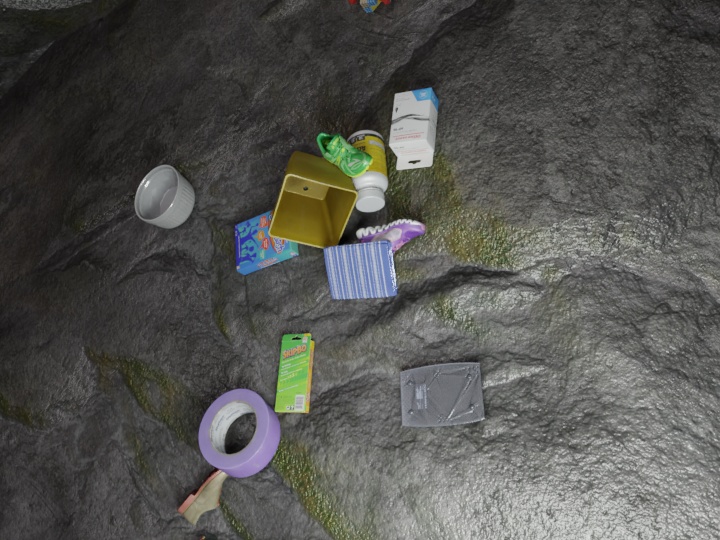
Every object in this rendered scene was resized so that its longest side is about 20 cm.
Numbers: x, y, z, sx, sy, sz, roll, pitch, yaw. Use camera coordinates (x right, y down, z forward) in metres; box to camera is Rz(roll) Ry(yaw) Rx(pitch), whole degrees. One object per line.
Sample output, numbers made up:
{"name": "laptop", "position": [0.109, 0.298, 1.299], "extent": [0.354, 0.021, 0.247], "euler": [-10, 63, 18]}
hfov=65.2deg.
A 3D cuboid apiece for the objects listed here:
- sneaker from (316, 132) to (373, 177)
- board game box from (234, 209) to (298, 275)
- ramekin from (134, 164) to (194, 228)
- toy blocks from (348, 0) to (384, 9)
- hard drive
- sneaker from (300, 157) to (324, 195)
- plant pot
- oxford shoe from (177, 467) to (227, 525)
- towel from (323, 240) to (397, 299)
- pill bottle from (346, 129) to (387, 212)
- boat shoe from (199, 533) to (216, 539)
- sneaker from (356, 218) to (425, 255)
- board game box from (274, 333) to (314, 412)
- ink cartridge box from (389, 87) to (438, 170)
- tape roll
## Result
{"name": "sneaker", "position": [-0.049, -0.307, 1.483], "extent": [0.198, 0.083, 0.075], "euler": [30, 85, 37]}
{"name": "board game box", "position": [-0.282, -0.092, 1.679], "extent": [0.195, 0.045, 0.156], "euler": [-19, 64, 20]}
{"name": "ramekin", "position": [-0.650, -0.239, 1.892], "extent": [0.195, 0.105, 0.206], "euler": [-10, 67, 23]}
{"name": "toy blocks", "position": [0.035, -0.894, 1.789], "extent": [0.195, 0.099, 0.141], "euler": [2, 84, 28]}
{"name": "hard drive", "position": [0.188, 0.288, 1.293], "extent": [0.195, 0.042, 0.139], "euler": [-12, 67, 24]}
{"name": "sneaker", "position": [-0.131, -0.262, 1.653], "extent": [0.196, 0.074, 0.110], "euler": [-3, 74, 36]}
{"name": "plant pot", "position": [-0.136, -0.207, 1.535], "extent": [0.179, 0.194, 0.203], "euler": [-100, 28, -46]}
{"name": "oxford shoe", "position": [-0.389, 0.581, 1.489], "extent": [0.075, 0.070, 0.200], "euler": [45, 90, 1]}
{"name": "towel", "position": [0.000, 0.000, 1.476], "extent": [0.195, 0.024, 0.149], "euler": [-4, 102, 27]}
{"name": "pill bottle", "position": [0.020, -0.270, 1.547], "extent": [0.108, 0.111, 0.206], "euler": [-14, 66, 22]}
{"name": "boat shoe", "position": [-0.416, 0.765, 1.427], "extent": [0.205, 0.072, 0.063], "euler": [-60, 21, 8]}
{"name": "sneaker", "position": [0.081, -0.076, 1.468], "extent": [0.195, 0.080, 0.091], "euler": [-12, 73, 29]}
{"name": "board game box", "position": [-0.174, 0.272, 1.499], "extent": [0.093, 0.030, 0.206], "euler": [-5, 72, 25]}
{"name": "ink cartridge box", "position": [0.146, -0.388, 1.549], "extent": [0.113, 0.068, 0.206], "euler": [-2, 71, 27]}
{"name": "tape roll", "position": [-0.311, 0.418, 1.453], "extent": [0.194, 0.086, 0.205], "euler": [-8, 57, 12]}
